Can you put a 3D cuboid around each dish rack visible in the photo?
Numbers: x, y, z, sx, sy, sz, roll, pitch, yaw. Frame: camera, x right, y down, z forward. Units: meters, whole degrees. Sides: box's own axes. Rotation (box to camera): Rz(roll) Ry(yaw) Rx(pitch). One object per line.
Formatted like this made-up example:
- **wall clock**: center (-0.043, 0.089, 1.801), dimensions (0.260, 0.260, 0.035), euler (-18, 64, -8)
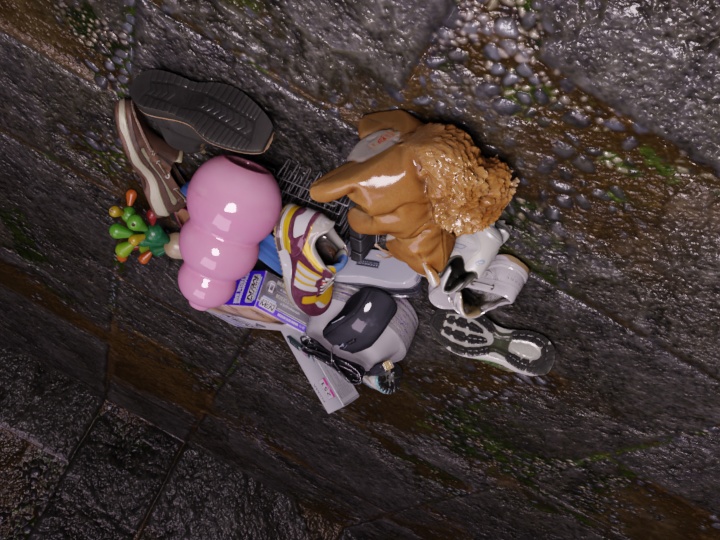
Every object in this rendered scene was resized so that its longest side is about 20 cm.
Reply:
- **dish rack**: center (-0.070, -0.092, 1.196), dimensions (0.197, 0.055, 0.154), euler (23, 153, 13)

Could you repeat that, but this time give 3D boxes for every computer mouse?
- **computer mouse**: center (0.005, 0.114, 1.304), dimensions (0.139, 0.046, 0.199), euler (35, 131, -19)

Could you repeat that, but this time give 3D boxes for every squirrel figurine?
- **squirrel figurine**: center (0.075, -0.073, 0.972), dimensions (0.197, 0.143, 0.188), euler (-6, 129, 33)

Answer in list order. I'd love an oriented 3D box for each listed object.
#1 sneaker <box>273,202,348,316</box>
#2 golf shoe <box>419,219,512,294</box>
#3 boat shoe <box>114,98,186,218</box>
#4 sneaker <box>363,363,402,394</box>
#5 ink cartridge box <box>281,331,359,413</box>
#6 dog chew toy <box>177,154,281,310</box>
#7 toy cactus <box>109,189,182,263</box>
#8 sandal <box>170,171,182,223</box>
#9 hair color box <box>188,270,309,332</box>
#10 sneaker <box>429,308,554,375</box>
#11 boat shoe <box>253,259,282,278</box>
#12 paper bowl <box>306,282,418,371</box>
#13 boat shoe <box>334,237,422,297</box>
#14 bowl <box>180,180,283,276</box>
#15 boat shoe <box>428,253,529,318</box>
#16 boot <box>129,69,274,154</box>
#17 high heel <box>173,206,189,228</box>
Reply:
- **sneaker**: center (-0.057, 0.000, 1.182), dimensions (0.089, 0.075, 0.202), euler (18, 146, 28)
- **golf shoe**: center (0.111, -0.013, 1.118), dimensions (0.078, 0.098, 0.200), euler (31, 156, -13)
- **boat shoe**: center (-0.299, -0.172, 1.266), dimensions (0.073, 0.076, 0.204), euler (-14, 138, -2)
- **sneaker**: center (-0.009, 0.166, 1.587), dimensions (0.085, 0.078, 0.200), euler (5, 147, 43)
- **ink cartridge box**: center (-0.094, 0.173, 1.614), dimensions (0.202, 0.043, 0.173), euler (59, 153, 5)
- **dog chew toy**: center (-0.179, -0.043, 1.111), dimensions (0.122, 0.203, 0.125), euler (20, -166, -5)
- **toy cactus**: center (-0.354, -0.060, 1.499), dimensions (0.162, 0.104, 0.200), euler (14, 155, -6)
- **sandal**: center (-0.311, -0.115, 1.387), dimensions (0.074, 0.046, 0.201), euler (16, 152, 23)
- **hair color box**: center (-0.178, 0.049, 1.387), dimensions (0.109, 0.066, 0.198), euler (31, 159, -37)
- **sneaker**: center (0.197, 0.118, 1.313), dimensions (0.197, 0.078, 0.089), euler (22, 163, 16)
- **boat shoe**: center (-0.196, -0.020, 1.431), dimensions (0.197, 0.077, 0.060), euler (24, 158, -23)
- **paper bowl**: center (-0.010, 0.090, 1.417), dimensions (0.197, 0.106, 0.202), euler (20, 153, 11)
- **boat shoe**: center (0.000, 0.000, 1.285), dimensions (0.196, 0.073, 0.068), euler (9, 149, 19)
- **bowl**: center (-0.176, -0.069, 1.265), dimensions (0.200, 0.040, 0.201), euler (40, 179, 1)
- **boat shoe**: center (0.150, 0.032, 1.192), dimensions (0.070, 0.070, 0.199), euler (33, 155, -18)
- **boot**: center (-0.194, -0.186, 1.136), dimensions (0.198, 0.078, 0.139), euler (27, 164, 15)
- **high heel**: center (-0.233, -0.040, 1.286), dimensions (0.095, 0.068, 0.200), euler (26, -172, -24)
